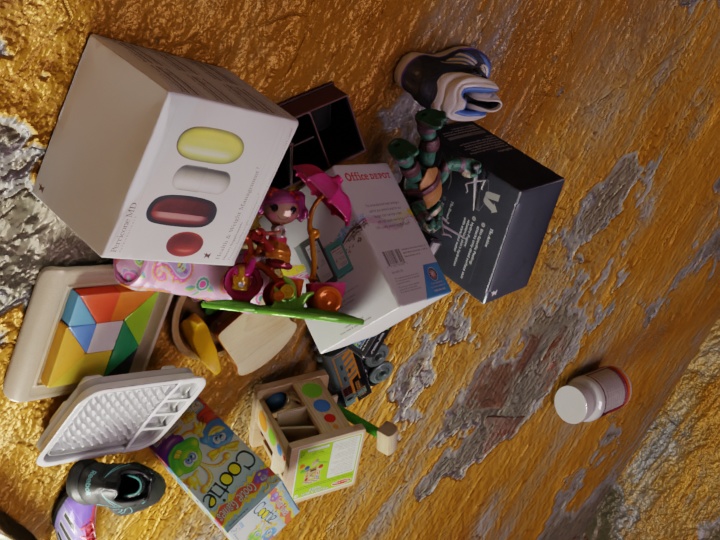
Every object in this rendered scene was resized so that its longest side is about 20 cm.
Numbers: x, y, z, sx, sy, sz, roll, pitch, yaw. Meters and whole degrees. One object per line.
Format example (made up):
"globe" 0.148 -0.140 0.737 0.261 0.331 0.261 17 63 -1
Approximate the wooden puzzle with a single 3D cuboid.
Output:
"wooden puzzle" -0.325 0.077 1.309 0.199 0.037 0.186 -1 121 -50

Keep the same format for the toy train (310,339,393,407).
"toy train" -0.016 0.136 1.711 0.113 0.085 0.201 -32 142 -13

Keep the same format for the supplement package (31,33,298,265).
"supplement package" -0.211 -0.125 1.163 0.199 0.147 0.193 3 118 -53

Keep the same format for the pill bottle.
"pill bottle" 0.554 0.299 2.536 0.199 0.109 0.110 -12 129 -45

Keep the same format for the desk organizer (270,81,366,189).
"desk organizer" -0.086 -0.162 1.347 0.199 0.077 0.072 -29 140 -32

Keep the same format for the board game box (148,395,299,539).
"board game box" -0.197 0.295 1.519 0.103 0.200 0.105 -41 145 -17

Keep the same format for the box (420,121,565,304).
"box" 0.179 -0.092 1.629 0.117 0.200 0.198 -17 134 -42

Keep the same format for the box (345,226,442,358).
"box" 0.000 0.000 1.525 0.201 0.160 0.044 -59 160 10

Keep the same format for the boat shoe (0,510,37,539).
"boat shoe" -0.462 0.371 1.389 0.064 0.073 0.201 -32 139 -11

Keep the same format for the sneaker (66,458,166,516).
"sneaker" -0.317 0.302 1.459 0.200 0.078 0.076 28 66 -65

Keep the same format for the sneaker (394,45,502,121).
"sneaker" 0.156 -0.254 1.499 0.199 0.146 0.081 -11 129 -45

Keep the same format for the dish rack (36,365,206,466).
"dish rack" -0.315 0.181 1.378 0.199 0.044 0.172 -3 143 -50

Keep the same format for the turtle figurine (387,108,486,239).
"turtle figurine" 0.099 -0.119 1.473 0.151 0.100 0.201 -65 148 -32

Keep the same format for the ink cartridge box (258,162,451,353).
"ink cartridge box" -0.007 -0.021 1.408 0.145 0.202 0.146 -31 170 31

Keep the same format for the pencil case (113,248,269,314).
"pencil case" -0.203 -0.003 1.308 0.199 0.087 0.088 14 110 -41

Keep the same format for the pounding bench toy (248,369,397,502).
"pounding bench toy" -0.057 0.243 1.658 0.198 0.156 0.125 -11 132 -26

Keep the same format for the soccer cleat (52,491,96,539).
"soccer cleat" -0.390 0.386 1.478 0.068 0.073 0.202 -12 128 -44

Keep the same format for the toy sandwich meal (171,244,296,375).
"toy sandwich meal" -0.169 0.058 1.453 0.204 0.070 0.207 -32 141 -29

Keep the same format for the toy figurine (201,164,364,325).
"toy figurine" -0.084 -0.036 1.281 0.198 0.150 0.186 6 87 -13
